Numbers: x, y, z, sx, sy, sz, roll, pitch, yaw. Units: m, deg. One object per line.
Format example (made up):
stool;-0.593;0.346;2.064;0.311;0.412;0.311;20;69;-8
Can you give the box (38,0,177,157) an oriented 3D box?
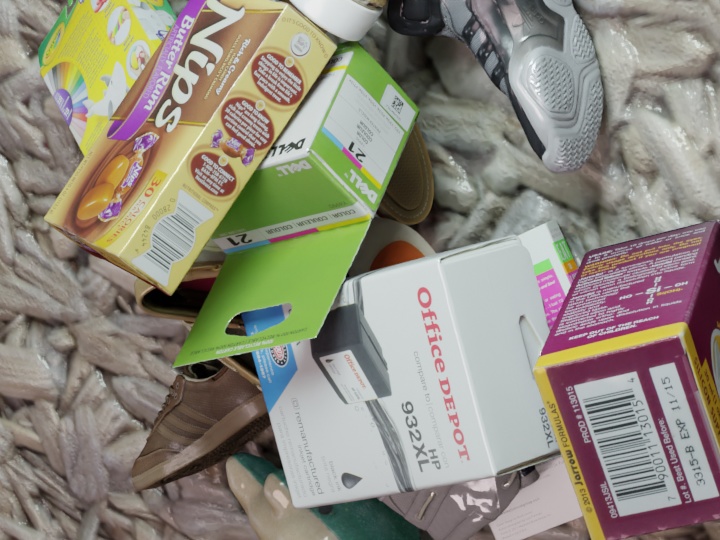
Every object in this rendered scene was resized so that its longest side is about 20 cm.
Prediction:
box;-0.175;-0.141;1.774;0.117;0.048;0.200;-54;51;30

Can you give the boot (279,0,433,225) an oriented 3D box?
boot;-0.042;-0.093;1.744;0.200;0.074;0.155;55;140;4

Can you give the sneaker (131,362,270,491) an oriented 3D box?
sneaker;-0.130;0.116;1.954;0.200;0.070;0.076;-34;74;41

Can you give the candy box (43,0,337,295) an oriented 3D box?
candy box;-0.114;-0.091;1.572;0.056;0.200;0.117;37;173;-35

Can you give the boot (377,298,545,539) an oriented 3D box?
boot;0.092;0.108;1.650;0.095;0.074;0.200;39;120;3

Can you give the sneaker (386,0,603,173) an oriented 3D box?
sneaker;0.087;-0.157;1.592;0.114;0.075;0.201;-10;103;43

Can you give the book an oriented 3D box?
book;0.120;0.081;1.685;0.133;0.048;0.201;-24;88;25

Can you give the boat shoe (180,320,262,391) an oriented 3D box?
boat shoe;-0.085;0.048;1.843;0.201;0.073;0.063;48;179;2

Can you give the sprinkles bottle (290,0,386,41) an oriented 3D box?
sprinkles bottle;0.029;-0.246;1.534;0.068;0.068;0.200;41;109;12

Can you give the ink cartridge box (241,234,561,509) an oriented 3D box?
ink cartridge box;0.029;0.070;1.562;0.200;0.084;0.146;-15;90;46

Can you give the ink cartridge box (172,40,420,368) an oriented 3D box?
ink cartridge box;-0.063;-0.044;1.583;0.147;0.201;0.076;-12;133;42

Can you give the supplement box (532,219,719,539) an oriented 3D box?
supplement box;0.194;0.070;1.537;0.103;0.200;0.131;-15;108;21

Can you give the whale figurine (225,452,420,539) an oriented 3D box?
whale figurine;-0.027;0.203;1.901;0.200;0.104;0.159;36;161;48

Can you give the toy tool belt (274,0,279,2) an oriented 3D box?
toy tool belt;-0.081;-0.259;1.620;0.200;0.123;0.125;-32;52;42

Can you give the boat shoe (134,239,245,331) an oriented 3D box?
boat shoe;-0.074;0.020;1.784;0.199;0.067;0.074;5;134;3

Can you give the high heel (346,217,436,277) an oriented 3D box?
high heel;0.000;0.000;1.699;0.200;0.067;0.096;41;159;25
